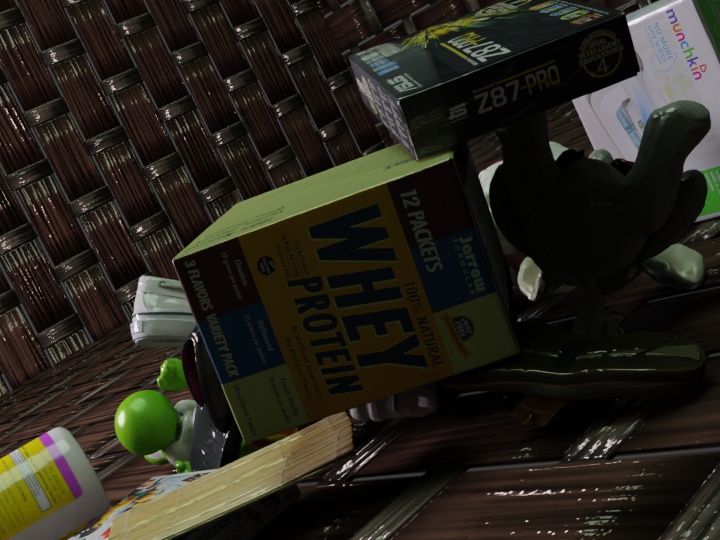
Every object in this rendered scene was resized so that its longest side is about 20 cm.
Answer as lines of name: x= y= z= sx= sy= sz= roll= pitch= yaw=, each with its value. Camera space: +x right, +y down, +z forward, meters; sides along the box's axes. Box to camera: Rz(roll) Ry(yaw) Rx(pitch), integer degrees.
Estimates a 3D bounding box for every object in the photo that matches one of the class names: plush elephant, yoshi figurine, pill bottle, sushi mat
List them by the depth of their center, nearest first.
sushi mat: x=-0.093 y=0.156 z=0.818 sx=0.198 sy=0.012 sz=0.096 roll=-25 pitch=9 yaw=1
plush elephant: x=0.186 y=-0.039 z=0.894 sx=0.163 sy=0.203 sz=0.155 roll=0 pitch=2 yaw=14
pill bottle: x=-0.327 y=0.231 z=1.013 sx=0.199 sy=0.105 sz=0.104 roll=-29 pitch=8 yaw=-22
yoshi figurine: x=-0.156 y=0.138 z=1.065 sx=0.199 sy=0.113 sz=0.112 roll=-24 pitch=14 yaw=39

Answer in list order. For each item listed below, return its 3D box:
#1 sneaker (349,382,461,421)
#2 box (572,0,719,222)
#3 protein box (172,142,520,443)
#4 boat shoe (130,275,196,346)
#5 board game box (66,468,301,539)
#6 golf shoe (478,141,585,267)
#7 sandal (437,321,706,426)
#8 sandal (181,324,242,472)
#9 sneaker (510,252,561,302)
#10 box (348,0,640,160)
sneaker: x=0.067 y=0.076 z=0.935 sx=0.081 sy=0.076 sz=0.200 roll=7 pitch=24 yaw=27
box: x=0.308 y=-0.154 z=1.077 sx=0.096 sy=0.202 sz=0.176 roll=-32 pitch=11 yaw=-33
protein box: x=0.000 y=0.000 z=0.827 sx=0.197 sy=0.136 sz=0.200 roll=-19 pitch=11 yaw=10
boat shoe: x=-0.106 y=0.035 z=1.036 sx=0.198 sy=0.068 sz=0.073 roll=4 pitch=-14 yaw=-19
board game box: x=-0.151 y=0.201 z=0.887 sx=0.199 sy=0.035 sz=0.126 roll=-18 pitch=13 yaw=48
golf shoe: x=0.117 y=-0.048 z=1.016 sx=0.198 sy=0.076 sz=0.092 roll=-22 pitch=44 yaw=2
sandal: x=0.132 y=0.073 z=0.752 sx=0.198 sy=0.055 sz=0.082 roll=-1 pitch=21 yaw=37
sandal: x=-0.121 y=0.096 z=0.945 sx=0.048 sy=0.203 sz=0.075 roll=-2 pitch=23 yaw=-33
sneaker: x=0.113 y=0.015 z=1.095 sx=0.104 sy=0.076 sz=0.200 roll=-33 pitch=7 yaw=-26
box: x=0.086 y=-0.147 z=0.821 sx=0.160 sy=0.050 sz=0.200 roll=-22 pitch=21 yaw=-2
